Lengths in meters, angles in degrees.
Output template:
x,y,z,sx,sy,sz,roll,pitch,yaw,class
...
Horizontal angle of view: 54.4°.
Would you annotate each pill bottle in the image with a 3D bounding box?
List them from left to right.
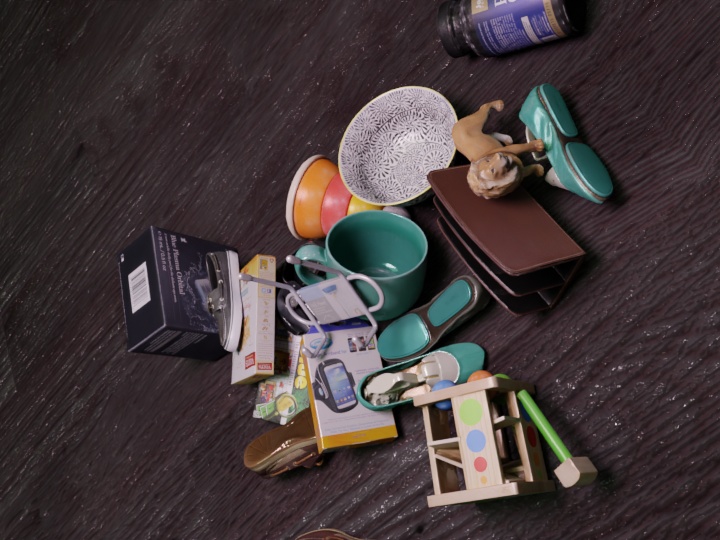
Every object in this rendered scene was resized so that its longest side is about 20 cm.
x,y,z,sx,sy,sz,roll,pitch,yaw,class
0.217,-0.379,1.030,0.198,0.111,0.113,-5,75,37,pill bottle

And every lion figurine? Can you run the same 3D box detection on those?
x,y,z,sx,sy,sz,roll,pitch,yaw,class
0.171,-0.165,0.955,0.200,0.121,0.073,-122,21,-52,lion figurine

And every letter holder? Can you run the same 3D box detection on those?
x,y,z,sx,sy,sz,roll,pitch,yaw,class
0.172,-0.041,0.941,0.201,0.141,0.101,55,142,33,letter holder

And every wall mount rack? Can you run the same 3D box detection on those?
x,y,z,sx,sy,sz,roll,pitch,yaw,class
-0.070,0.041,0.990,0.199,0.174,0.075,-17,26,44,wall mount rack

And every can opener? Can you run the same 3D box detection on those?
x,y,z,sx,sy,sz,roll,pitch,yaw,class
-0.069,0.099,1.151,0.063,0.079,0.200,-39,71,-20,can opener

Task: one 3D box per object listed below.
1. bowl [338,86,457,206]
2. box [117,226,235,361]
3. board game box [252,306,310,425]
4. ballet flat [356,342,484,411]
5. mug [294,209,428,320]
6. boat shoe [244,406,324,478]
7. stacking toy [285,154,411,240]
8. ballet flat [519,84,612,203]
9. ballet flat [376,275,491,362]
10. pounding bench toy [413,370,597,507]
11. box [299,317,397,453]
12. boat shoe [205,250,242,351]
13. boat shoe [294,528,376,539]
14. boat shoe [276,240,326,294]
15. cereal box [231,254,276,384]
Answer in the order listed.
x,y,z,sx,sy,sz,roll,pitch,yaw,class
0.074,-0.174,1.092,0.198,0.094,0.203,-11,65,25,bowl
-0.323,0.047,1.289,0.117,0.199,0.199,-31,62,30,box
-0.118,0.160,1.197,0.103,0.023,0.203,7,82,20,board game box
0.082,0.155,0.996,0.198,0.070,0.068,-22,73,15,ballet flat
0.009,-0.005,1.066,0.183,0.115,0.152,21,48,19,mug
-0.087,0.279,1.127,0.198,0.072,0.072,-30,32,7,boat shoe
-0.010,-0.097,1.150,0.198,0.146,0.148,19,90,22,stacking toy
0.275,-0.160,0.958,0.071,0.067,0.202,-51,51,47,ballet flat
0.110,0.078,1.030,0.200,0.063,0.068,-39,61,31,ballet flat
0.188,0.205,0.895,0.198,0.124,0.158,-21,66,33,pounding bench toy
-0.022,0.170,1.078,0.042,0.117,0.202,115,146,-60,box
-0.243,0.052,1.230,0.069,0.056,0.202,120,148,-47,boat shoe
-0.043,0.432,1.052,0.198,0.072,0.073,-7,74,37,boat shoe
-0.120,0.009,1.227,0.201,0.063,0.074,-33,66,34,boat shoe
-0.184,0.089,1.207,0.144,0.039,0.203,148,126,-60,cereal box
